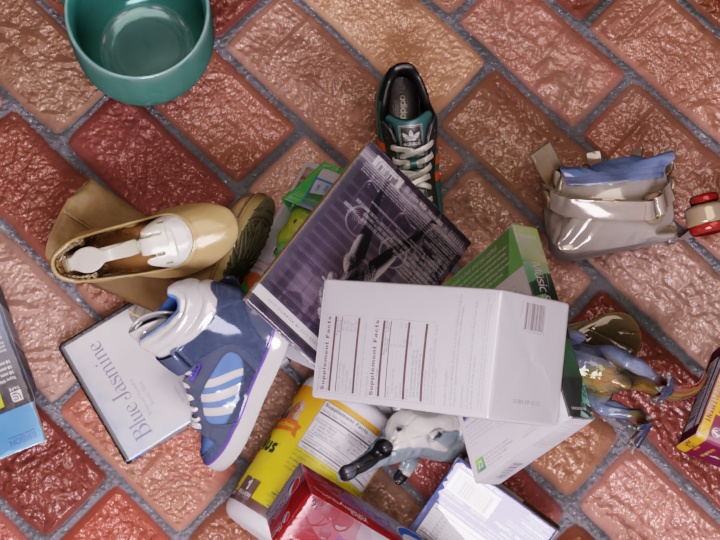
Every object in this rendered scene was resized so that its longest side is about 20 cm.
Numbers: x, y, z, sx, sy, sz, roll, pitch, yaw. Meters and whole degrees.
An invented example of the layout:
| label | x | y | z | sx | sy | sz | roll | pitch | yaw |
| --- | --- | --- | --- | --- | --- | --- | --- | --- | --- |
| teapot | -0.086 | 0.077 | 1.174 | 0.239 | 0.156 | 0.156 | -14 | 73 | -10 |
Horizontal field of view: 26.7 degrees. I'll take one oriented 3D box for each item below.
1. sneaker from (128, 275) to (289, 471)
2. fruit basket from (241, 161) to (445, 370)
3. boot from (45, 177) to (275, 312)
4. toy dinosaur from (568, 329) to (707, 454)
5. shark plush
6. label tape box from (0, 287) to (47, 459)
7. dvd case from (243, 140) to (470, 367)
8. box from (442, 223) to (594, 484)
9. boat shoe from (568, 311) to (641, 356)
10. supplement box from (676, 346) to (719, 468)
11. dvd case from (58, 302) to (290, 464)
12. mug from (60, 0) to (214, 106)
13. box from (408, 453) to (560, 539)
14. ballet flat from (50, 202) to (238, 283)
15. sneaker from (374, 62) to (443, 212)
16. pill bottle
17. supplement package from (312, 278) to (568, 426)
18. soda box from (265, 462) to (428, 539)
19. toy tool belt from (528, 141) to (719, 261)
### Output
| label | x | y | z | sx | sy | sz | roll | pitch | yaw |
| --- | --- | --- | --- | --- | --- | --- | --- | --- | --- |
| sneaker | -0.163 | 0.095 | 1.473 | 0.145 | 0.201 | 0.081 | 20 | 31 | -13 |
| fruit basket | -0.036 | -0.006 | 1.522 | 0.184 | 0.094 | 0.201 | 23 | 68 | 32 |
| boot | -0.205 | -0.040 | 1.530 | 0.199 | 0.066 | 0.176 | 30 | 95 | 18 |
| toy dinosaur | 0.213 | 0.105 | 1.500 | 0.181 | 0.199 | 0.106 | 31 | 105 | 33 |
| shark plush | 0.058 | 0.174 | 1.457 | 0.090 | 0.200 | 0.084 | 27 | 118 | 19 |
| label tape box | -0.408 | 0.109 | 1.522 | 0.143 | 0.063 | 0.202 | -21 | 77 | -7 |
| dvd case | 0.000 | 0.000 | 1.452 | 0.149 | 0.016 | 0.201 | 43 | 72 | -19 |
| box | 0.136 | 0.079 | 1.418 | 0.036 | 0.144 | 0.202 | 6 | 58 | -35 |
| boat shoe | 0.189 | 0.095 | 1.555 | 0.199 | 0.063 | 0.074 | -24 | 90 | -1 |
| supplement box | 0.435 | 0.164 | 1.523 | 0.198 | 0.086 | 0.111 | 24 | 76 | 4 |
| dvd case | -0.191 | 0.086 | 1.559 | 0.199 | 0.018 | 0.143 | -32 | 79 | -9 |
| mug | -0.236 | -0.265 | 1.599 | 0.151 | 0.114 | 0.186 | -25 | 77 | -7 |
| box | 0.090 | 0.296 | 1.486 | 0.121 | 0.032 | 0.201 | 35 | 97 | 7 |
| ballet flat | -0.213 | -0.018 | 1.470 | 0.198 | 0.063 | 0.069 | -14 | 93 | 24 |
| sneaker | 0.048 | -0.121 | 1.586 | 0.071 | 0.080 | 0.202 | -8 | 76 | -4 |
| pill bottle | -0.038 | 0.181 | 1.492 | 0.109 | 0.109 | 0.201 | 32 | 76 | 6 |
| supplement package | 0.069 | 0.071 | 1.351 | 0.199 | 0.113 | 0.111 | 3 | 84 | 39 |
| soda box | 0.010 | 0.263 | 1.408 | 0.199 | 0.070 | 0.064 | 33 | 99 | -19 |
| toy tool belt | 0.279 | -0.086 | 1.566 | 0.198 | 0.125 | 0.124 | -10 | 84 | -5 |
